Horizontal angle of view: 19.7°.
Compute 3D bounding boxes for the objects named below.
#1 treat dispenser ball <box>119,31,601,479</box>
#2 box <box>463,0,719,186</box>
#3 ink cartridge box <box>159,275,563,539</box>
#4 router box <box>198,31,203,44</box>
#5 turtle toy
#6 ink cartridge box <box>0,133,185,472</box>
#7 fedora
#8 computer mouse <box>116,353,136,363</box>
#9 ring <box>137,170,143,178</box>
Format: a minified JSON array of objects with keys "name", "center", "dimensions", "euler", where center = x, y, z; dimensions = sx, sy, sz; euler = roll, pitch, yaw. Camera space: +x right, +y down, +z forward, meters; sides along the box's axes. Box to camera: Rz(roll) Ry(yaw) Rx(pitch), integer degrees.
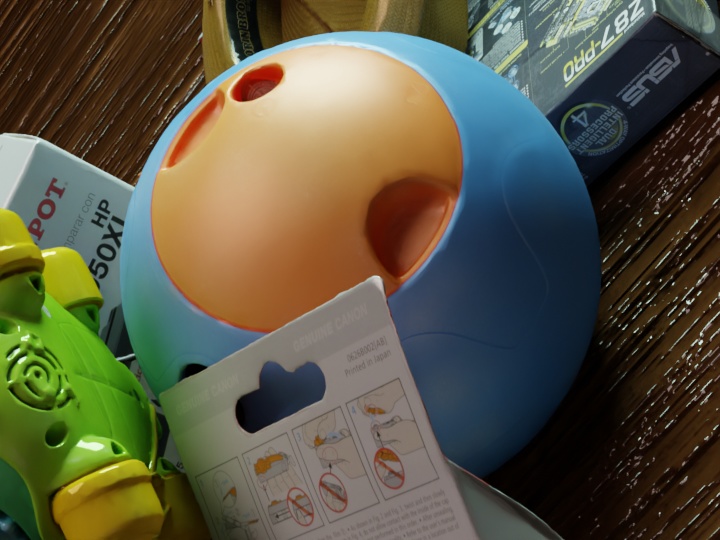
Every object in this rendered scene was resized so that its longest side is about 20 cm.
[{"name":"treat dispenser ball","center":[0.000,0.000,0.870],"dimensions":[0.201,0.201,0.201],"euler":[-45,28,33]},{"name":"box","center":[0.085,-0.099,0.999],"dimensions":[0.200,0.049,0.161],"euler":[-44,26,34]},{"name":"ink cartridge box","center":[0.014,0.113,0.767],"dimensions":[0.162,0.050,0.200],"euler":[-29,79,51]},{"name":"router box","center":[0.006,-0.222,1.228],"dimensions":[0.179,0.049,0.200],"euler":[-36,19,47]},{"name":"turtle toy","center":[-0.135,0.069,0.841],"dimensions":[0.101,0.146,0.200],"euler":[-29,-14,3]},{"name":"ink cartridge box","center":[-0.126,0.036,1.087],"dimensions":[0.145,0.200,0.084],"euler":[-65,23,-7]},{"name":"fedora","center":[-0.003,-0.137,1.031],"dimensions":[0.201,0.082,0.201],"euler":[-18,68,53]},{"name":"computer mouse","center":[-0.069,0.030,1.036],"dimensions":[0.044,0.200,0.110],"euler":[-169,66,-78]},{"name":"ring","center":[-0.046,-0.093,1.167],"dimensions":[0.200,0.019,0.200],"euler":[-30,9,5]}]
